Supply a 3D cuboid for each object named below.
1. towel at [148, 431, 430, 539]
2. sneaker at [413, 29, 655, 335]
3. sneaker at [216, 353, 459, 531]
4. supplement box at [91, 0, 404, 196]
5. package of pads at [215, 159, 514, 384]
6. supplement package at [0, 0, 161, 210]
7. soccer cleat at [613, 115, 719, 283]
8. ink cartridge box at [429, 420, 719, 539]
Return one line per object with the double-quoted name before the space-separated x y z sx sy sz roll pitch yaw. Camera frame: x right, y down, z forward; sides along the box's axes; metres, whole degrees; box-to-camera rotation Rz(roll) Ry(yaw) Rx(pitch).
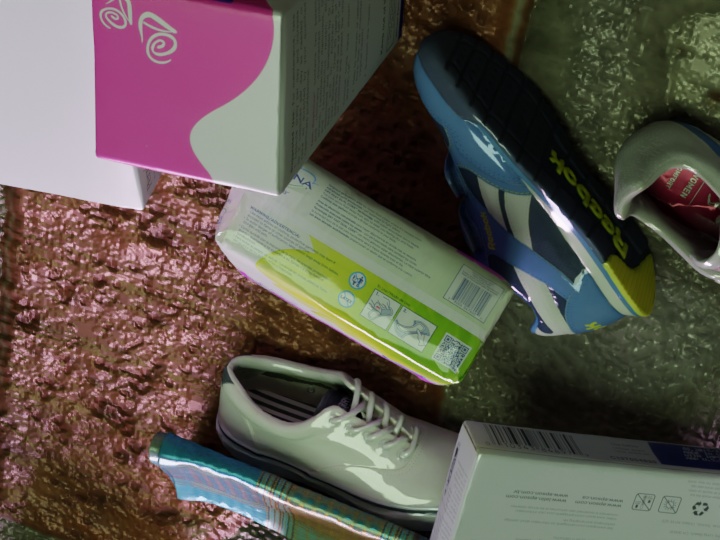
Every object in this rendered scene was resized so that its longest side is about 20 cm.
"towel" -0.035 0.158 1.258 0.200 0.022 0.147 22 165 8
"sneaker" 0.082 -0.041 1.108 0.082 0.074 0.200 -26 107 34
"sneaker" -0.001 0.104 1.224 0.200 0.073 0.071 13 140 15
"supplement box" -0.052 -0.133 1.022 0.101 0.200 0.103 12 124 14
"package of pads" 0.000 0.000 1.096 0.154 0.200 0.068 31 86 2
"supplement package" -0.184 -0.151 1.088 0.156 0.111 0.200 11 141 15
"soccer cleat" 0.223 -0.009 1.063 0.200 0.086 0.070 27 126 3
"ink cartridge box" 0.132 0.191 1.183 0.199 0.041 0.200 8 113 -16
